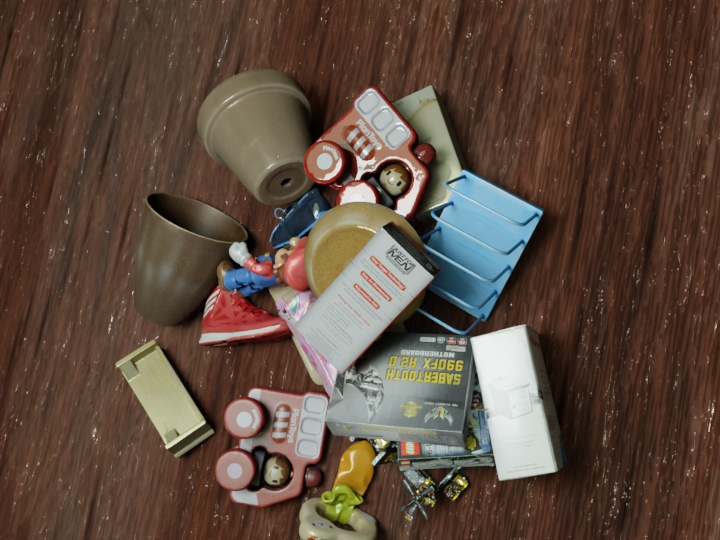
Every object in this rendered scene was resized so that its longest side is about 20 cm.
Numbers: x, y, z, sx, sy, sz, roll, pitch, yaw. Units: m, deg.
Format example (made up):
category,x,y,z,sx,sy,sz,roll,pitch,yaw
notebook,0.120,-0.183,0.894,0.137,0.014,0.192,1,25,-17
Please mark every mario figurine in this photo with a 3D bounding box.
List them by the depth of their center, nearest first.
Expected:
category,x,y,z,sx,sy,sz,roll,pitch,yaw
mario figurine,-0.137,-0.016,1.228,0.200,0.123,0.106,-12,102,34

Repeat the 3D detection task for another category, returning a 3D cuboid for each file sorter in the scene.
category,x,y,z,sx,sy,sz,roll,pitch,yaw
file sorter,0.156,-0.025,1.116,0.139,0.123,0.200,31,115,16

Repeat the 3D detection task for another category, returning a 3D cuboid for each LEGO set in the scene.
category,x,y,z,sx,sy,sz,roll,pitch,yaw
LEGO set,0.081,0.264,1.137,0.154,0.116,0.200,-41,69,10

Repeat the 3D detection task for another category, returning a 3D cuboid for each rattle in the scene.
category,x,y,z,sx,sy,sz,roll,pitch,yaw
rattle,-0.029,0.355,1.117,0.130,0.200,0.143,39,100,21

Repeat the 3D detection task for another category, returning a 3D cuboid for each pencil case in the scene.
category,x,y,z,sx,sy,sz,roll,pitch,yaw
pencil case,-0.057,0.121,1.203,0.087,0.087,0.200,-35,80,12

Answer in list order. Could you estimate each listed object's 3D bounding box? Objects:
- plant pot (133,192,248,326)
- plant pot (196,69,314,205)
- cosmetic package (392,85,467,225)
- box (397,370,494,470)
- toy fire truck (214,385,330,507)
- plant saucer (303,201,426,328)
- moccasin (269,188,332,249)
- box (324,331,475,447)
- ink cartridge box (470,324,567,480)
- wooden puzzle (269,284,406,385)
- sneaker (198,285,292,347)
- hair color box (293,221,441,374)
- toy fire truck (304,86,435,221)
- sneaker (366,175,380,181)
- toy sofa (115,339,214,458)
category,x,y,z,sx,sy,sz,roll,pitch,yaw
plant pot,-0.324,-0.007,1.330,0.187,0.187,0.200,32,107,23
plant pot,-0.154,-0.207,1.261,0.200,0.200,0.175,-35,61,12
cosmetic package,0.112,-0.188,1.232,0.103,0.073,0.200,-23,74,17
box,0.121,0.195,1.113,0.137,0.040,0.200,-5,50,5
toy fire truck,-0.141,0.292,1.236,0.168,0.112,0.200,8,84,4
plant saucer,0.000,0.000,1.099,0.200,0.035,0.201,6,108,20
moccasin,-0.095,-0.085,1.256,0.200,0.080,0.068,-25,79,56
box,0.063,0.168,1.086,0.200,0.048,0.159,2,51,18
ink cartridge box,0.231,0.190,1.075,0.086,0.146,0.200,-16,75,18
wooden puzzle,-0.040,0.067,1.269,0.185,0.037,0.200,-33,75,15
sneaker,-0.204,0.069,1.300,0.200,0.078,0.116,-9,76,28
hair color box,0.009,0.039,1.047,0.102,0.061,0.200,44,111,5
toy fire truck,0.024,-0.164,1.160,0.168,0.112,0.200,-42,77,12
sneaker,0.006,-0.141,1.273,0.091,0.076,0.200,-25,82,9
toy sofa,-0.349,0.233,1.345,0.083,0.098,0.200,-34,68,-13
